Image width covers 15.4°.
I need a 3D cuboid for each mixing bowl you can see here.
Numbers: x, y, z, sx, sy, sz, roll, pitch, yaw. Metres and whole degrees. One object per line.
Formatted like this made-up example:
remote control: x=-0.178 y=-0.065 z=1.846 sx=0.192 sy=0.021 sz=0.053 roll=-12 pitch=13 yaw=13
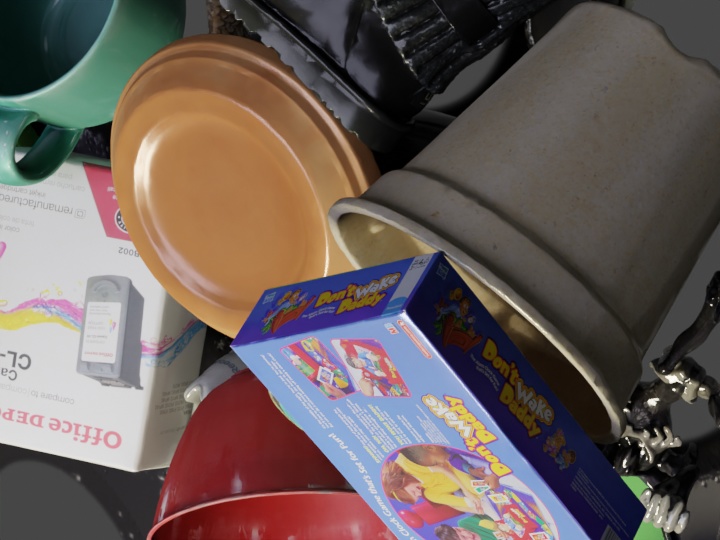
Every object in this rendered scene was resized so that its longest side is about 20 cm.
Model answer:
mixing bowl: x=-0.040 y=0.124 z=1.722 sx=0.200 sy=0.200 sz=0.109 roll=-30 pitch=56 yaw=47

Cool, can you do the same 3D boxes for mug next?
mug: x=-0.202 y=-0.160 z=1.763 sx=0.185 sy=0.114 sz=0.152 roll=-47 pitch=63 yaw=11

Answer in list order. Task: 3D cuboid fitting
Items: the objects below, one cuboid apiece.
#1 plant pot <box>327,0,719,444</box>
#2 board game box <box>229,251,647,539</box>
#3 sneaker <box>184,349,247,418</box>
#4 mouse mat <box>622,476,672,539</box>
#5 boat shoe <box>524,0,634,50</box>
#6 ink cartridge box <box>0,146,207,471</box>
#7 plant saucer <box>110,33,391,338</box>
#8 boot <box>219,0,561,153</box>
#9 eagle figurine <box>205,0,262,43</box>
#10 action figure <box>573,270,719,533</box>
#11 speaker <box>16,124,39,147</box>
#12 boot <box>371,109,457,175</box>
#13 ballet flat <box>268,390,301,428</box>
plant pot: x=0.115 y=-0.039 z=1.455 sx=0.200 sy=0.184 sz=0.200 roll=36 pitch=168 yaw=9
board game box: x=0.042 y=0.084 z=1.420 sx=0.134 sy=0.045 sz=0.200 roll=-12 pitch=127 yaw=44
sneaker: x=-0.091 y=0.144 z=1.836 sx=0.074 sy=0.087 sz=0.201 roll=17 pitch=119 yaw=40
mouse mat: x=0.111 y=0.138 z=1.691 sx=0.200 sy=0.008 sz=0.161 roll=-10 pitch=100 yaw=47
boat shoe: x=0.124 y=-0.200 z=1.494 sx=0.072 sy=0.060 sz=0.202 roll=35 pitch=129 yaw=29
ink cartridge box: x=-0.183 y=0.025 z=1.808 sx=0.147 sy=0.086 sz=0.201 roll=11 pitch=94 yaw=19
plant saucer: x=-0.072 y=-0.040 z=1.556 sx=0.200 sy=0.037 sz=0.201 roll=20 pitch=126 yaw=30
boot: x=0.003 y=-0.188 z=1.474 sx=0.211 sy=0.079 sz=0.158 roll=46 pitch=109 yaw=4
eagle figurine: x=-0.086 y=-0.197 z=1.625 sx=0.151 sy=0.152 sz=0.200 roll=-43 pitch=79 yaw=11
action figure: x=0.167 y=0.083 z=1.542 sx=0.119 sy=0.102 sz=0.200 roll=45 pitch=132 yaw=1
speaker: x=-0.267 y=-0.067 z=1.920 sx=0.088 sy=0.088 sz=0.200 roll=-41 pitch=78 yaw=46
boot: x=0.025 y=-0.059 z=1.624 sx=0.150 sy=0.073 sz=0.200 roll=15 pitch=164 yaw=7
ballet flat: x=0.028 y=0.087 z=1.632 sx=0.071 sy=0.200 sz=0.071 roll=-48 pitch=27 yaw=35
